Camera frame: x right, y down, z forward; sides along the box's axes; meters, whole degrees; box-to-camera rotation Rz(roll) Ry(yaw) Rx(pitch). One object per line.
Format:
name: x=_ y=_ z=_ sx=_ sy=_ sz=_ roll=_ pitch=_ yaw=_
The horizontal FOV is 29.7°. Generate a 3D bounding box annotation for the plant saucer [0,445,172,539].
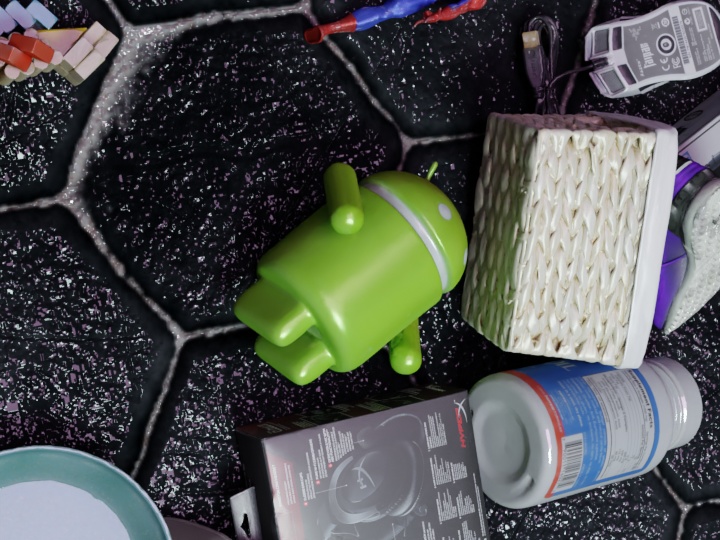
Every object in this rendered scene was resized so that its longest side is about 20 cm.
plant saucer: x=-0.235 y=0.228 z=0.990 sx=0.200 sy=0.036 sz=0.200 roll=2 pitch=82 yaw=-13

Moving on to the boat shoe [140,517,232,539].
boat shoe: x=-0.089 y=0.248 z=1.011 sx=0.075 sy=0.200 sz=0.062 roll=-14 pitch=119 yaw=-62

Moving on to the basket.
basket: x=0.166 y=-0.032 z=1.117 sx=0.123 sy=0.136 sz=0.200 roll=4 pitch=101 yaw=-16

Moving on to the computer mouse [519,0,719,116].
computer mouse: x=0.234 y=-0.187 z=1.208 sx=0.200 sy=0.044 sz=0.110 roll=-15 pitch=91 yaw=-16

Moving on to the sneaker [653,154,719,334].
sneaker: x=0.267 y=-0.032 z=1.182 sx=0.070 sy=0.100 sz=0.200 roll=-36 pitch=148 yaw=-23

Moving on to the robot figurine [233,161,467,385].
robot figurine: x=0.000 y=0.000 z=1.072 sx=0.200 sy=0.116 sz=0.176 roll=-38 pitch=126 yaw=-19

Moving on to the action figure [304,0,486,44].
action figure: x=0.047 y=-0.235 z=1.129 sx=0.200 sy=0.052 sz=0.065 roll=-18 pitch=93 yaw=-23

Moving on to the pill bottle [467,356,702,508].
pill bottle: x=0.191 y=0.128 z=1.146 sx=0.200 sy=0.112 sz=0.112 roll=-7 pitch=93 yaw=-37

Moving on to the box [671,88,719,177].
box: x=0.357 y=-0.110 z=1.247 sx=0.200 sy=0.060 sz=0.117 roll=-36 pitch=103 yaw=-18

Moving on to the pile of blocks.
pile of blocks: x=-0.274 y=-0.167 z=0.989 sx=0.200 sy=0.062 sz=0.082 roll=-13 pitch=96 yaw=-22

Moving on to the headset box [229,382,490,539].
headset box: x=-0.005 y=0.185 z=1.093 sx=0.200 sy=0.077 sz=0.149 roll=-12 pitch=95 yaw=-21
